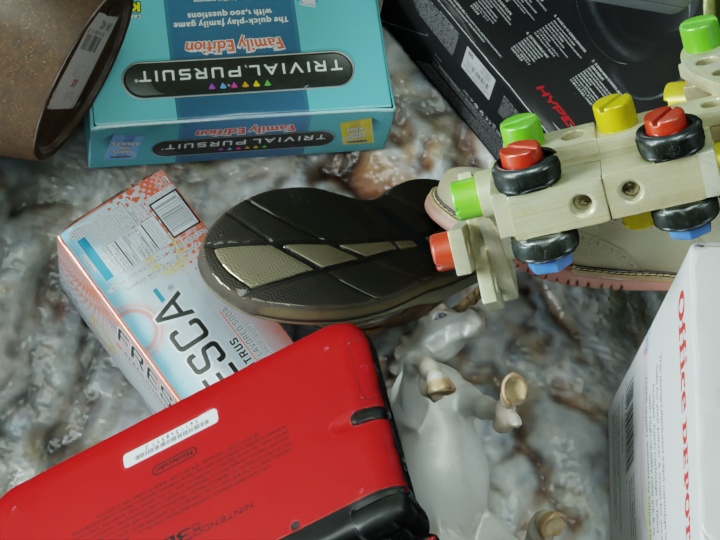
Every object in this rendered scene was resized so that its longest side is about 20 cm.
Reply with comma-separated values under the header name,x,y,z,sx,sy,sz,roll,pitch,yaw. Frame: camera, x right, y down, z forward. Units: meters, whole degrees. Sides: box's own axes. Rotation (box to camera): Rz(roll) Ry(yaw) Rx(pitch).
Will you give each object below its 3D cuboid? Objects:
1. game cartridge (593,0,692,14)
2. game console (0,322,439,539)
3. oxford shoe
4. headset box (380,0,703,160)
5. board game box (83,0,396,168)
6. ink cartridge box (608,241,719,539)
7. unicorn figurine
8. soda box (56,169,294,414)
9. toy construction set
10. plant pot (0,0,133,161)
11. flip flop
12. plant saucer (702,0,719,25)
name,x,y,z,sx,sy,sz,roll,pitch,yaw
game cartridge,0.093,-0.213,1.349,0.133,0.042,0.200,9,53,-38
game console,-0.046,0.150,1.239,0.200,0.119,0.172,-27,46,12
oxford shoe,0.131,-0.029,1.312,0.200,0.074,0.071,13,21,8
headset box,0.134,-0.140,1.413,0.200,0.077,0.149,-33,74,-20
board game box,-0.071,-0.154,1.411,0.151,0.047,0.200,-4,67,-9
ink cartridge box,0.169,0.093,1.246,0.084,0.200,0.145,3,66,-5
unicorn figurine,0.045,0.082,1.289,0.074,0.137,0.200,7,80,-14
soda box,-0.063,0.054,1.308,0.064,0.068,0.200,-33,73,-16
toy construction set,0.113,-0.049,1.224,0.200,0.131,0.092,-27,109,14
plant pot,-0.215,-0.138,1.309,0.200,0.187,0.187,27,66,7
flip flop,0.000,0.000,1.314,0.081,0.058,0.200,44,30,21
plant saucer,0.258,-0.062,1.364,0.199,0.048,0.200,-7,109,-10
